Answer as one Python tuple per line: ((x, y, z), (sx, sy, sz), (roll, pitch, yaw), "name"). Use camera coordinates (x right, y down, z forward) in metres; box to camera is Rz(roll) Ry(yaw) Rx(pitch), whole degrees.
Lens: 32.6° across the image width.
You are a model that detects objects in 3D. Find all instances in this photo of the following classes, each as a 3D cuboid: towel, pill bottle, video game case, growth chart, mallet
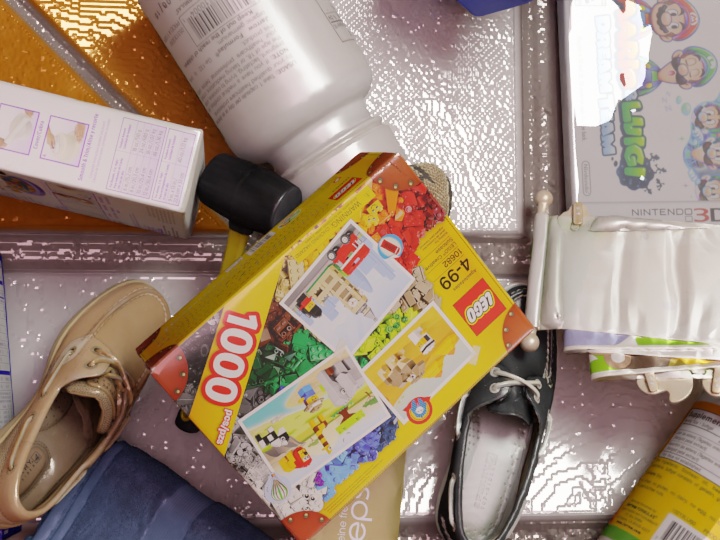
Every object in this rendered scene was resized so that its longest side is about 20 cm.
((-0.125, 0.201, 0.821), (0.200, 0.049, 0.112), (29, 80, 21), "towel")
((-0.057, -0.137, 0.857), (0.114, 0.114, 0.200), (-33, 91, -9), "pill bottle")
((0.265, 0.152, 0.869), (0.111, 0.111, 0.200), (39, 81, -2), "pill bottle")
((0.243, -0.124, 0.938), (0.181, 0.024, 0.201), (-1, 84, -7), "video game case")
((0.208, 0.022, 0.862), (0.199, 0.018, 0.145), (10, 69, 12), "growth chart")
((-0.087, 0.024, 0.841), (0.066, 0.041, 0.201), (17, 107, 23), "mallet")

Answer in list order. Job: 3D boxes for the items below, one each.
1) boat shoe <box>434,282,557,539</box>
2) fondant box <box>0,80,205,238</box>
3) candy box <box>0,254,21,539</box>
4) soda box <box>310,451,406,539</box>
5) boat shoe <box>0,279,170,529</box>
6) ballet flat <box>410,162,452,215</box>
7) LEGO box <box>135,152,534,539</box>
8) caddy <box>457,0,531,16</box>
((0.105, 0.105, 0.880), (0.075, 0.060, 0.201), (11, 83, -5), "boat shoe")
((-0.206, -0.077, 0.819), (0.199, 0.144, 0.059), (12, 83, -6), "fondant box")
((-0.323, 0.088, 0.823), (0.168, 0.077, 0.201), (-6, 84, -7), "candy box")
((-0.010, 0.196, 0.853), (0.064, 0.068, 0.201), (6, 84, -5), "soda box")
((-0.177, 0.085, 0.814), (0.071, 0.064, 0.200), (47, 53, -26), "boat shoe")
((0.000, 0.000, 0.870), (0.200, 0.075, 0.068), (-42, 103, -9), "ballet flat")
((-0.017, 0.045, 0.779), (0.200, 0.077, 0.149), (-42, 105, -9), "LEGO box")
((0.102, -0.262, 0.855), (0.105, 0.200, 0.142), (43, 79, -18), "caddy")
